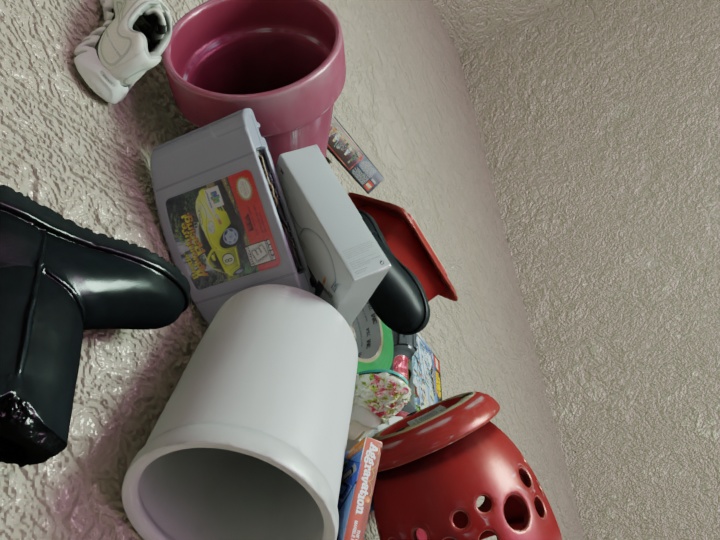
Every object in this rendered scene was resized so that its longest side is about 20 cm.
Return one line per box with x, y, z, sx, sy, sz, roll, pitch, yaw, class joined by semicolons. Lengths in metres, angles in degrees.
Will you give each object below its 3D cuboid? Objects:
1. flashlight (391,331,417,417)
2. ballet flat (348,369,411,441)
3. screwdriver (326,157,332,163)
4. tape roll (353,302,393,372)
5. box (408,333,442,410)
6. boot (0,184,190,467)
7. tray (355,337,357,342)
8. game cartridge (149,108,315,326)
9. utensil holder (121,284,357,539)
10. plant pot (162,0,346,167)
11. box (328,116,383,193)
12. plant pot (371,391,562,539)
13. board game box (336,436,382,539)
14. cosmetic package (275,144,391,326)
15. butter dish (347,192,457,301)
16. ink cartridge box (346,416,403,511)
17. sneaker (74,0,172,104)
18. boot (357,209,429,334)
0.070;0.188;1.020;0.067;0.068;0.203;19;52;-21;flashlight
-0.016;0.158;0.693;0.075;0.199;0.065;34;58;-20;ballet flat
-0.086;-0.214;1.031;0.199;0.027;0.030;11;90;-68;screwdriver
-0.031;0.064;0.857;0.200;0.048;0.203;40;34;-35;tape roll
0.107;0.218;1.134;0.137;0.039;0.203;52;29;-39;box
-0.208;0.052;0.438;0.199;0.075;0.171;35;37;-47;boot
-0.011;0.140;0.931;0.201;0.022;0.109;56;27;-36;tray
-0.132;-0.041;0.624;0.041;0.131;0.204;-35;108;-65;game cartridge
-0.089;0.135;0.552;0.172;0.167;0.201;60;21;-26;utensil holder
-0.111;-0.190;0.724;0.181;0.195;0.203;87;1;-53;plant pot
-0.053;-0.224;0.988;0.200;0.040;0.137;44;7;-43;box
0.101;0.254;0.712;0.186;0.198;0.200;65;21;8;plant pot
-0.036;0.233;0.573;0.019;0.201;0.105;22;53;-11;board game box
-0.056;-0.009;0.677;0.051;0.201;0.153;-19;68;-30;cosmetic package
0.029;-0.004;1.000;0.201;0.148;0.199;53;-14;-28;butter dish
0.019;0.261;0.844;0.199;0.066;0.118;30;46;-59;ink cartridge box
-0.227;-0.259;0.646;0.075;0.080;0.203;44;33;-45;sneaker
0.000;0.000;0.811;0.203;0.076;0.167;60;21;13;boot
